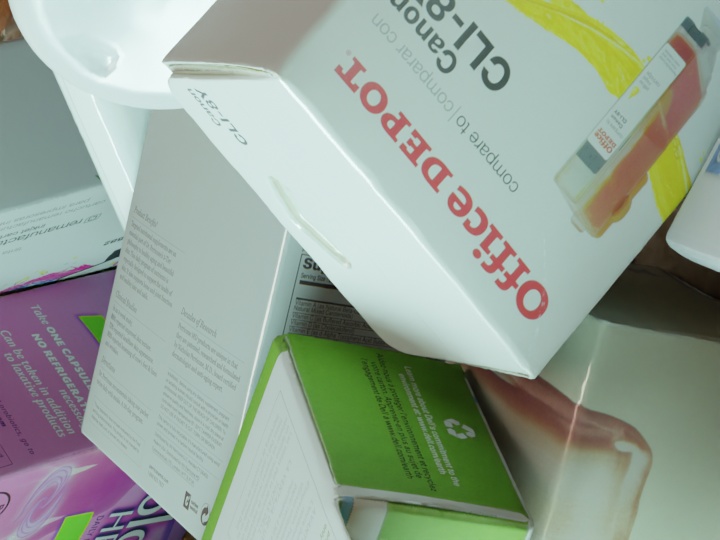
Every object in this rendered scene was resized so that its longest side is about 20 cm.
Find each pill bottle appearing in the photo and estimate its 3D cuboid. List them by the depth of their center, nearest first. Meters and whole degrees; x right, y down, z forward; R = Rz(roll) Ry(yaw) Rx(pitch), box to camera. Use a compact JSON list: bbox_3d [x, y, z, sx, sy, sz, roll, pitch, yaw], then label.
[{"bbox_3d":[-0.073,-0.158,0.927,0.200,0.109,0.109,-94,28,-50],"label":"pill bottle"}]

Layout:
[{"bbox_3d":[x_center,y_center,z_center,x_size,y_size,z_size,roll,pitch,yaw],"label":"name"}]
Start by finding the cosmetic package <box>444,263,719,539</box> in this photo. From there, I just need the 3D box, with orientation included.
[{"bbox_3d":[0.072,0.101,0.894,0.103,0.087,0.200,35,113,61],"label":"cosmetic package"}]

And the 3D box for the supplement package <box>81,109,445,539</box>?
[{"bbox_3d":[0.000,0.000,0.986,0.152,0.150,0.200,30,109,60],"label":"supplement package"}]

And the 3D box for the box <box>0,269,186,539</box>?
[{"bbox_3d":[-0.170,0.100,1.197,0.097,0.200,0.176,52,131,21],"label":"box"}]

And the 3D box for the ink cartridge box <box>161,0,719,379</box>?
[{"bbox_3d":[0.056,-0.084,0.827,0.200,0.145,0.083,-49,26,-17],"label":"ink cartridge box"}]

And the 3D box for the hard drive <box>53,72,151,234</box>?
[{"bbox_3d":[-0.070,-0.089,1.058,0.026,0.132,0.200,2,123,44],"label":"hard drive"}]

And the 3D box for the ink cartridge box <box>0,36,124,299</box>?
[{"bbox_3d":[-0.169,-0.031,1.176,0.084,0.145,0.200,64,146,13],"label":"ink cartridge box"}]

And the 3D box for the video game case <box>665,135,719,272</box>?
[{"bbox_3d":[0.174,-0.080,0.732,0.200,0.022,0.182,-62,16,1],"label":"video game case"}]

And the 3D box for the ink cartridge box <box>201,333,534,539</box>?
[{"bbox_3d":[0.003,0.138,0.820,0.200,0.076,0.148,-115,40,-56],"label":"ink cartridge box"}]
